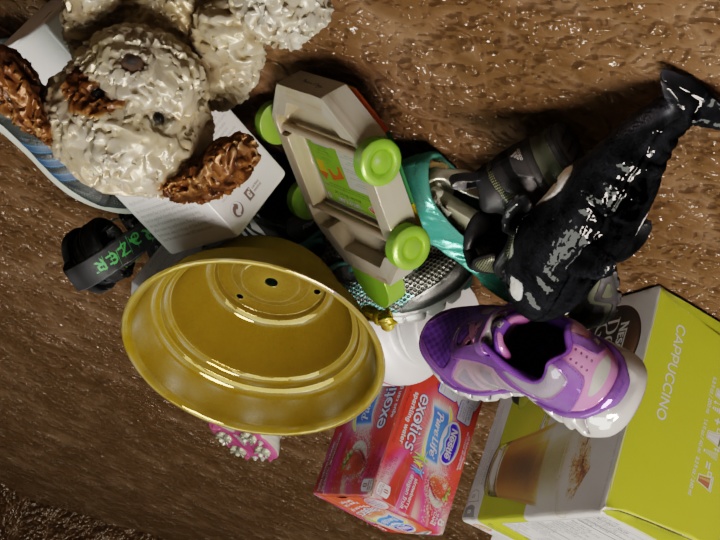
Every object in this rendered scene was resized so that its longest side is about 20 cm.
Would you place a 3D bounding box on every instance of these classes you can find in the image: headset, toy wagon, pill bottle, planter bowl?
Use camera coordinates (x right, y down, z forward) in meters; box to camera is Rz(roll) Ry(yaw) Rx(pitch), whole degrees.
[{"bbox_3d":[-0.211,-0.022,1.143,0.094,0.123,0.200,56,178,-14],"label":"headset"},{"bbox_3d":[-0.005,-0.047,0.885,0.155,0.039,0.201,28,146,53],"label":"toy wagon"},{"bbox_3d":[0.013,0.053,1.125,0.109,0.109,0.200,35,153,-32],"label":"pill bottle"},{"bbox_3d":[-0.074,0.034,0.930,0.199,0.084,0.201,6,137,6],"label":"planter bowl"}]

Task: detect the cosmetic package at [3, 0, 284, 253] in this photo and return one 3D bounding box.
[{"bbox_3d":[-0.161,-0.111,0.887,0.101,0.071,0.200,-10,128,51],"label":"cosmetic package"}]

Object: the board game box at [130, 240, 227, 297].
[{"bbox_3d":[-0.167,0.004,1.142,0.035,0.126,0.200,35,157,2],"label":"board game box"}]

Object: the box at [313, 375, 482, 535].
[{"bbox_3d":[0.046,0.148,1.195,0.100,0.201,0.095,34,153,-30],"label":"box"}]

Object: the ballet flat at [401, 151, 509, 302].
[{"bbox_3d":[0.102,-0.028,0.926,0.200,0.068,0.070,30,143,-26],"label":"ballet flat"}]

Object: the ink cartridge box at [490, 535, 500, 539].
[{"bbox_3d":[0.211,0.214,1.203,0.162,0.201,0.050,26,158,-13],"label":"ink cartridge box"}]

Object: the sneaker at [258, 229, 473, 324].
[{"bbox_3d":[0.000,0.000,0.989,0.199,0.078,0.091,-17,146,9],"label":"sneaker"}]

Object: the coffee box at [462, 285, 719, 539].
[{"bbox_3d":[0.245,0.159,1.048,0.200,0.200,0.198,29,156,-19],"label":"coffee box"}]

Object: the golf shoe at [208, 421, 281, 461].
[{"bbox_3d":[-0.124,0.094,1.152,0.075,0.092,0.200,6,141,32],"label":"golf shoe"}]

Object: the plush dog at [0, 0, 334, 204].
[{"bbox_3d":[-0.134,-0.126,0.754,0.199,0.172,0.161,21,158,-2],"label":"plush dog"}]

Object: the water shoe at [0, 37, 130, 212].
[{"bbox_3d":[-0.233,-0.111,0.985,0.200,0.072,0.079,34,158,-29],"label":"water shoe"}]

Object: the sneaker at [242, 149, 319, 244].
[{"bbox_3d":[-0.058,-0.041,1.026,0.090,0.067,0.200,4,151,40],"label":"sneaker"}]

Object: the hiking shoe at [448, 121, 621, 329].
[{"bbox_3d":[0.124,-0.022,0.865,0.100,0.076,0.200,-16,138,11],"label":"hiking shoe"}]

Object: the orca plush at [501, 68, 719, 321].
[{"bbox_3d":[0.161,-0.024,0.761,0.105,0.071,0.200,27,126,-33],"label":"orca plush"}]

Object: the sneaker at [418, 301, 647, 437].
[{"bbox_3d":[0.109,0.055,0.887,0.088,0.081,0.200,36,166,-38],"label":"sneaker"}]

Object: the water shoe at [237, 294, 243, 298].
[{"bbox_3d":[-0.114,0.026,1.082,0.079,0.200,0.072,-31,85,35],"label":"water shoe"}]
